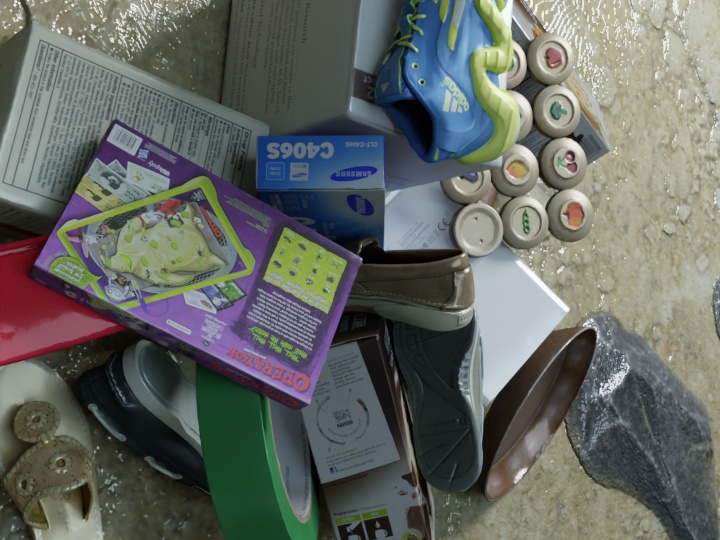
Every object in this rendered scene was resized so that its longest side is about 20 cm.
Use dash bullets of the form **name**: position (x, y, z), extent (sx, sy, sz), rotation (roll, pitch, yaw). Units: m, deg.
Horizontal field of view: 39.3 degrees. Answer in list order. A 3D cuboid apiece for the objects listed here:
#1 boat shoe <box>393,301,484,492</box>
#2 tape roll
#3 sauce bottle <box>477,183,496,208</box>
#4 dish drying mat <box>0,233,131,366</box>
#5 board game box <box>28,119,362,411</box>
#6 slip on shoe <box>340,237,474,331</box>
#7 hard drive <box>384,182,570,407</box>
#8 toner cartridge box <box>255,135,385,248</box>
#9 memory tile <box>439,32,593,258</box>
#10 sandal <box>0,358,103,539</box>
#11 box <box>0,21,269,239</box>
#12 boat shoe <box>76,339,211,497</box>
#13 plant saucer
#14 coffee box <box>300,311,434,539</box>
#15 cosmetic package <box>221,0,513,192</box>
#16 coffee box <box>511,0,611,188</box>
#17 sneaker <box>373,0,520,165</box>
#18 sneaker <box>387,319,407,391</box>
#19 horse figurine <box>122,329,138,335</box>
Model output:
- **boat shoe**: position (0.073, 0.089, 0.873), extent (0.065, 0.074, 0.203), rotation (51, 31, -72)
- **tape roll**: position (-0.076, 0.123, 0.779), extent (0.048, 0.200, 0.202), rotation (-11, 93, 6)
- **sauce bottle**: position (0.101, -0.056, 1.008), extent (0.066, 0.066, 0.201), rotation (33, 67, -31)
- **dish drying mat**: position (-0.176, 0.006, 0.664), extent (0.199, 0.018, 0.077), rotation (-17, 80, -33)
- **board game box**: position (-0.104, -0.002, 0.680), extent (0.199, 0.032, 0.121), rotation (30, 57, -16)
- **slip on shoe**: position (0.000, 0.000, 0.841), extent (0.076, 0.199, 0.061), rotation (-33, 129, -54)
- **hard drive**: position (0.082, 0.011, 0.936), extent (0.200, 0.025, 0.132), rotation (45, 69, 1)
- **toner cartridge box**: position (-0.027, -0.056, 0.810), extent (0.094, 0.200, 0.043), rotation (-1, 78, 1)
- **memory tile**: position (0.142, -0.118, 0.940), extent (0.152, 0.017, 0.201), rotation (-8, 91, -17)
- **sandal**: position (-0.214, 0.163, 0.731), extent (0.077, 0.069, 0.213), rotation (-14, 94, -38)
- **box**: position (-0.186, -0.076, 0.753), extent (0.199, 0.109, 0.129), rotation (20, 73, -36)
- **boat shoe**: position (-0.144, 0.129, 0.796), extent (0.200, 0.060, 0.076), rotation (57, 17, -36)
- **plant saucer**: position (0.169, 0.136, 1.004), extent (0.200, 0.034, 0.201), rotation (-43, 152, -30)
- **coffee box**: position (0.004, 0.141, 0.860), extent (0.079, 0.113, 0.201), rotation (-13, 102, 7)
- **cosmetic package**: position (0.001, -0.168, 0.853), extent (0.164, 0.199, 0.166), rotation (12, 78, -37)
- **coffee box**: position (0.167, -0.200, 1.038), extent (0.200, 0.080, 0.115), rotation (46, 26, -25)
- **sneaker**: position (0.055, -0.169, 0.720), extent (0.105, 0.076, 0.201), rotation (-22, 101, -36)
- **sneaker**: position (0.063, 0.081, 0.966), extent (0.199, 0.076, 0.071), rotation (-3, 78, -16)
- **horse figurine**: position (-0.204, 0.022, 0.736), extent (0.199, 0.132, 0.050), rotation (12, 81, -24)
